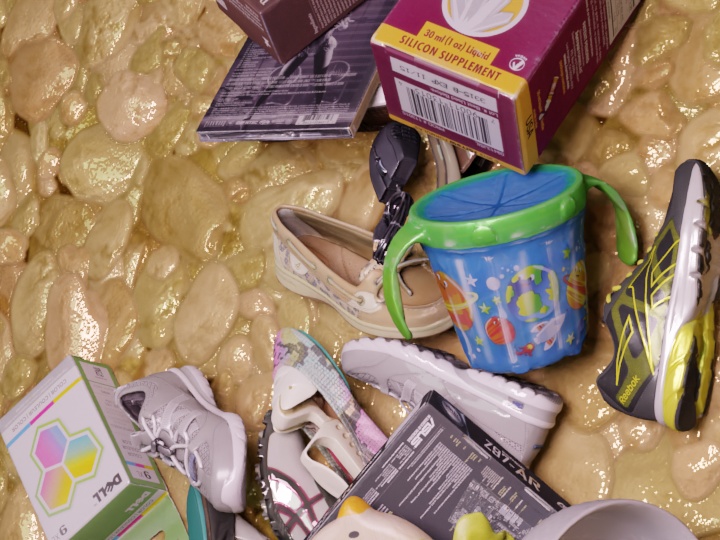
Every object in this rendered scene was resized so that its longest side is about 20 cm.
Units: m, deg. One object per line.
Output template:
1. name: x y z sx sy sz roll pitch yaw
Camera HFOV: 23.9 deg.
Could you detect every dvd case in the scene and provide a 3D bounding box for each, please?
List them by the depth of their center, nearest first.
1. dvd case: -0.039 -0.183 1.443 0.147 0.016 0.201 0 48 28

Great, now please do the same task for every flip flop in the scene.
1. flip flop: 0.087 -0.096 1.374 0.057 0.081 0.202 -8 73 12

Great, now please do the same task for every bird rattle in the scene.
1. bird rattle: 0.024 0.254 1.241 0.162 0.113 0.201 34 116 13

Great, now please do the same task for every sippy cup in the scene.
1. sippy cup: 0.115 0.002 1.280 0.176 0.140 0.131 -7 108 22

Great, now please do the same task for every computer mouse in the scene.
1. computer mouse: 0.020 -0.067 1.363 0.059 0.034 0.200 -56 12 26

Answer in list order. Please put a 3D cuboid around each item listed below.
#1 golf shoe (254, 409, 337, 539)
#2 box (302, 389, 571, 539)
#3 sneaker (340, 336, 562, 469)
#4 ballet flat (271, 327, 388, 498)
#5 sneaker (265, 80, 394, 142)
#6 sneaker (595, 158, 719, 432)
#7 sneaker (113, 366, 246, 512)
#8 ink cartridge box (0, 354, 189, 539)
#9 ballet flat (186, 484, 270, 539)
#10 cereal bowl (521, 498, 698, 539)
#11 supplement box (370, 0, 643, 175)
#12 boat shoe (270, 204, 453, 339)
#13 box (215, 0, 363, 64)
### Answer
1. golf shoe: -0.035 0.207 1.387 0.087 0.077 0.202 -14 68 5
2. box: 0.050 0.217 1.283 0.160 0.044 0.200 39 103 0
3. sneaker: 0.059 0.106 1.336 0.199 0.074 0.083 18 91 37
4. ballet flat: -0.027 0.128 1.373 0.200 0.071 0.069 50 144 23
5. sneaker: -0.024 -0.163 1.460 0.199 0.073 0.086 -2 79 34
6. sneaker: 0.219 0.015 1.251 0.084 0.074 0.202 5 81 31
7. sneaker: -0.149 0.146 1.412 0.200 0.081 0.075 -142 51 -60
8. ink cartridge box: -0.241 0.187 1.522 0.104 0.059 0.201 -41 59 18
9. ballet flat: -0.108 0.253 1.405 0.201 0.068 0.068 -100 19 -53
10. cereal bowl: 0.159 0.257 1.169 0.083 0.199 0.202 -8 72 54
11. supplement box: 0.118 -0.195 1.303 0.130 0.103 0.201 23 65 24
12. boat shoe: 0.000 0.000 1.393 0.199 0.063 0.073 18 46 36
13. box: -0.029 -0.280 1.450 0.200 0.075 0.100 -41 56 -10
